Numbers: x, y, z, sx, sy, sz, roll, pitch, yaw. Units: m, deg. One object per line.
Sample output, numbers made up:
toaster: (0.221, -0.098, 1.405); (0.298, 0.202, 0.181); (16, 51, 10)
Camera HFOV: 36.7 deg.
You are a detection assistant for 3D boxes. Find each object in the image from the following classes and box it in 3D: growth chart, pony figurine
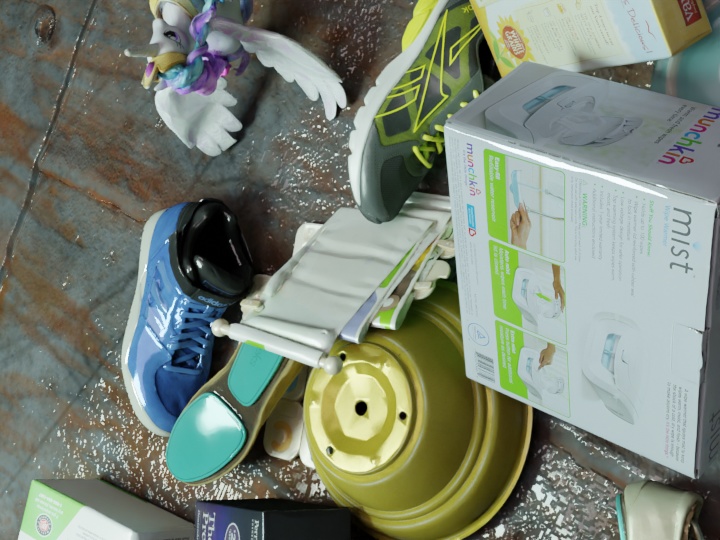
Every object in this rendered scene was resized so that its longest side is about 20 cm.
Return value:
growth chart: (0.000, 0.000, 0.809); (0.143, 0.018, 0.200); (20, 53, 40)
pony figurine: (-0.122, -0.198, 0.900); (0.165, 0.192, 0.203); (-21, 59, 28)

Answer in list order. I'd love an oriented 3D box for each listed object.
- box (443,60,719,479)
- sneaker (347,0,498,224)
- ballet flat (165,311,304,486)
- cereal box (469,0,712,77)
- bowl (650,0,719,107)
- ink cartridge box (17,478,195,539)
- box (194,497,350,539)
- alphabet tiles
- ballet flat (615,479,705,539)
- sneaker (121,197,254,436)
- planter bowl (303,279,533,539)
box: (0.151, -0.002, 0.663); (0.175, 0.096, 0.203); (21, 135, 35)
sneaker: (0.057, -0.126, 0.815); (0.084, 0.074, 0.203); (22, 88, 29)
ballet flat: (-0.089, 0.103, 0.882); (0.069, 0.063, 0.201); (49, 123, 16)
cereal box: (0.125, -0.199, 0.690); (0.146, 0.039, 0.199); (65, 162, -14)
bowl: (0.257, -0.106, 0.663); (0.198, 0.104, 0.205); (-5, 81, 35)
ink cartridge box: (-0.239, 0.302, 0.957); (0.144, 0.084, 0.204); (14, 91, 36)
box: (-0.070, 0.278, 0.817); (0.140, 0.078, 0.204); (-14, 73, 58)
alphabet tiles: (-0.021, 0.063, 0.885); (0.197, 0.015, 0.199); (8, 88, 35)
ballet flat: (0.198, 0.234, 0.680); (0.069, 0.069, 0.204); (-8, 78, 33)
sneaker: (-0.144, 0.037, 0.927); (0.110, 0.076, 0.204); (-13, 68, 50)
planter bowl: (0.019, 0.101, 0.792); (0.198, 0.083, 0.204); (-6, 79, 33)
